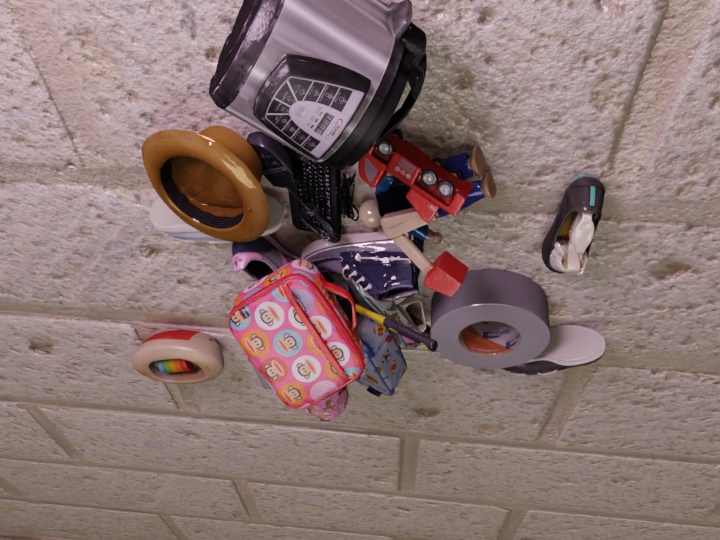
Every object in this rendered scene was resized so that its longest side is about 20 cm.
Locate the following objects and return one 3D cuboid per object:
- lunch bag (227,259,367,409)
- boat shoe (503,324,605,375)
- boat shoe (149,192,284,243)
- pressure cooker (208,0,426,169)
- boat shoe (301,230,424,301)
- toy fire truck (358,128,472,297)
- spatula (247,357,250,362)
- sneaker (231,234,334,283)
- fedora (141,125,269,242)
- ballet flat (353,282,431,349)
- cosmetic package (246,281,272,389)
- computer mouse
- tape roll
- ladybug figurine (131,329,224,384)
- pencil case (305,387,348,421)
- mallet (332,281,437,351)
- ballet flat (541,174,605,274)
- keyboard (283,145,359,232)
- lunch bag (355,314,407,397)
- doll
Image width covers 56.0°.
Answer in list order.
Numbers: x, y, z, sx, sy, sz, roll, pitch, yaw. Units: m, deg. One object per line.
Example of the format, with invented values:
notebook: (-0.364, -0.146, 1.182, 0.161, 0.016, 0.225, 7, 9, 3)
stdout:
lunch bag: (-0.081, 0.091, 1.007, 0.174, 0.082, 0.202, -29, 110, 13)
boat shoe: (0.330, 0.147, 1.178, 0.196, 0.075, 0.060, -13, 140, 30)
boat shoe: (-0.204, -0.076, 0.989, 0.195, 0.072, 0.072, 1, 163, 6)
pressure cooker: (-0.034, -0.206, 0.688, 0.197, 0.182, 0.175, 25, 179, -24)
boat shoe: (0.000, 0.000, 1.011, 0.195, 0.095, 0.075, -9, 157, 21)
toy fire truck: (0.071, -0.075, 0.868, 0.198, 0.049, 0.142, 33, 125, 3)
spatula: (-0.195, 0.118, 1.272, 0.055, 0.021, 0.202, 6, 143, 4)
sneaker: (-0.123, 0.012, 1.067, 0.198, 0.084, 0.070, 32, 137, -30)
fedora: (-0.187, -0.125, 0.878, 0.196, 0.083, 0.203, 21, 146, 15)
ballet flat: (0.063, 0.056, 1.113, 0.070, 0.070, 0.201, -27, 130, 14)
cosmetic package: (-0.148, 0.119, 1.194, 0.088, 0.109, 0.202, 0, 141, 12)
computer mouse: (-0.084, -0.113, 0.917, 0.058, 0.034, 0.201, 1, 140, 42)
tape roll: (0.213, 0.085, 1.123, 0.194, 0.067, 0.203, 5, 143, 4)
ladybug figurine: (-0.354, 0.165, 1.317, 0.194, 0.073, 0.137, -4, 141, 15)
pencil case: (-0.074, 0.184, 1.172, 0.081, 0.087, 0.202, 22, 150, 23)
mallet: (0.029, 0.069, 1.010, 0.197, 0.041, 0.066, 20, 154, 41)
ballet flat: (0.291, -0.041, 0.938, 0.066, 0.070, 0.202, 2, 143, 6)
keyboard: (-0.054, -0.110, 0.930, 0.101, 0.040, 0.202, 5, 144, 4)
lunch bag: (-0.008, 0.136, 1.190, 0.157, 0.076, 0.202, 19, 150, 32)
doll: (0.082, -0.095, 0.914, 0.196, 0.049, 0.138, -15, 122, 30)
